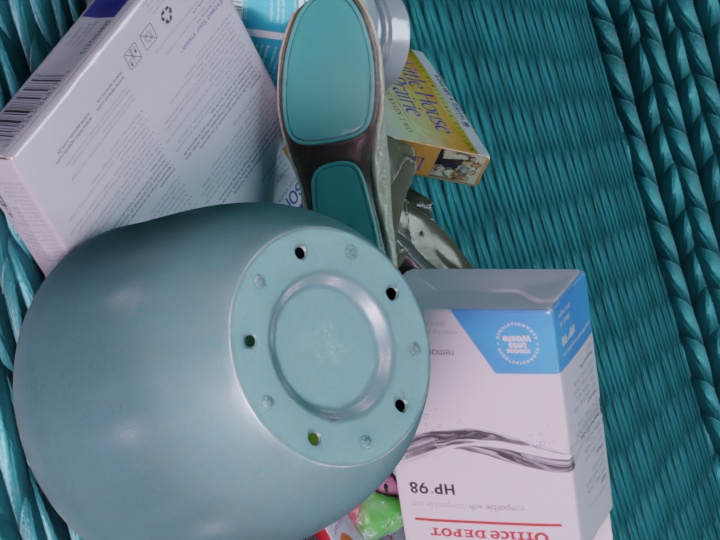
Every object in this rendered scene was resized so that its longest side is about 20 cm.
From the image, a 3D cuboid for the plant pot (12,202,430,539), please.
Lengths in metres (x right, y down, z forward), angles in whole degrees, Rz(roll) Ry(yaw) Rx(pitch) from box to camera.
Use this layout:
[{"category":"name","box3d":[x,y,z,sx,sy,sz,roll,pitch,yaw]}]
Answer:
[{"category":"plant pot","box3d":[-0.059,0.054,1.218,0.200,0.161,0.201,10,72,-33]}]

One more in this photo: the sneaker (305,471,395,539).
[{"category":"sneaker","box3d":[-0.019,0.135,1.554,0.200,0.091,0.078,51,27,-46]}]

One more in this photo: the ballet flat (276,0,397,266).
[{"category":"ballet flat","box3d":[-0.013,-0.071,1.405,0.062,0.067,0.201,14,72,-81]}]

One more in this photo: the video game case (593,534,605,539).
[{"category":"video game case","box3d":[0.094,0.209,1.524,0.017,0.143,0.200,-43,148,-35]}]

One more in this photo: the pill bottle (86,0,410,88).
[{"category":"pill bottle","box3d":[-0.067,-0.158,1.482,0.200,0.111,0.111,4,66,-36]}]

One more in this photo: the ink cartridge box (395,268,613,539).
[{"category":"ink cartridge box","box3d":[0.083,0.103,1.380,0.067,0.115,0.201,-46,131,-59]}]

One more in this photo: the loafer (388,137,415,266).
[{"category":"loafer","box3d":[0.000,0.000,1.543,0.075,0.069,0.201,35,-60,49]}]

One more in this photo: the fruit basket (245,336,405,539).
[{"category":"fruit basket","box3d":[-0.012,0.108,1.421,0.200,0.094,0.185,57,13,-5]}]

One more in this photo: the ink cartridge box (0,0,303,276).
[{"category":"ink cartridge box","box3d":[-0.119,-0.062,1.348,0.200,0.041,0.200,-55,135,-32]}]

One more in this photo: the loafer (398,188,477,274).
[{"category":"loafer","box3d":[0.008,-0.031,1.632,0.200,0.075,0.070,47,37,-13]}]

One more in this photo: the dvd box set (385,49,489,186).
[{"category":"dvd box set","box3d":[-0.021,-0.125,1.613,0.199,0.029,0.146,10,32,-28]}]
